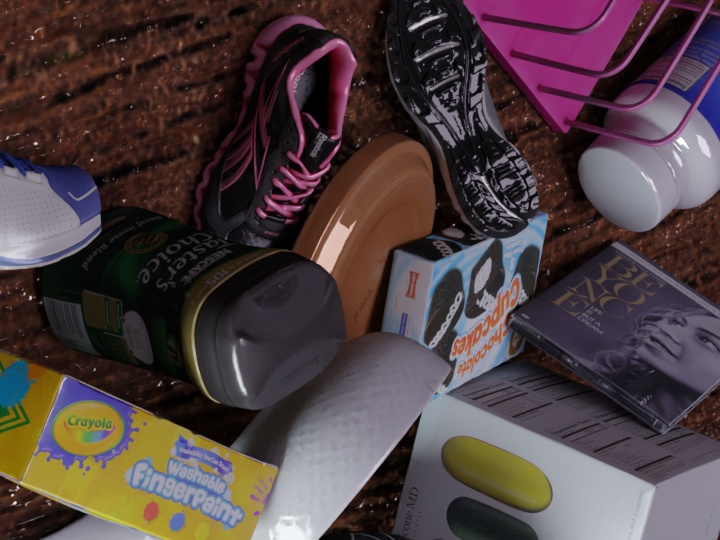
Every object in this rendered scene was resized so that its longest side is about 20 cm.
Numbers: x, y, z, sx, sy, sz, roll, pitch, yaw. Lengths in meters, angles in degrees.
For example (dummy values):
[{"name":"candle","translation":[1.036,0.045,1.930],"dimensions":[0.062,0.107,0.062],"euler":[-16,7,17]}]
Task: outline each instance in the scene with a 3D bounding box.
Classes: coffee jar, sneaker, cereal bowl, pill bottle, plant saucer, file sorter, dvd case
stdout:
[{"name":"coffee jar","translation":[-0.107,0.022,1.518],"dimensions":[0.104,0.200,0.086],"euler":[-32,123,-36]},{"name":"sneaker","translation":[0.065,-0.119,1.752],"dimensions":[0.074,0.079,0.201],"euler":[-23,102,-6]},{"name":"cereal bowl","translation":[-0.031,0.116,1.603],"dimensions":[0.083,0.200,0.200],"euler":[41,65,2]},{"name":"sneaker","translation":[-0.244,-0.059,1.439],"dimensions":[0.199,0.080,0.116],"euler":[-14,114,-41]},{"name":"pill bottle","translation":[0.267,-0.120,1.926],"dimensions":[0.200,0.112,0.112],"euler":[-43,129,-30]},{"name":"plant saucer","translation":[0.000,0.000,1.689],"dimensions":[0.200,0.032,0.201],"euler":[-50,155,-34]},{"name":"sneaker","translation":[-0.051,-0.076,1.615],"dimensions":[0.079,0.095,0.201],"euler":[14,90,-30]},{"name":"file sorter","translation":[0.180,-0.207,1.800],"dimensions":[0.200,0.125,0.139],"euler":[46,69,-43]},{"name":"dvd case","translation":[0.220,0.048,1.874],"dimensions":[0.200,0.149,0.016],"euler":[-30,151,-55]}]

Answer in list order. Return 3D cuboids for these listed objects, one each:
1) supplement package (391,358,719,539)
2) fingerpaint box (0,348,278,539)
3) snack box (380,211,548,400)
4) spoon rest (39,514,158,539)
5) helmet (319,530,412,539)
[{"name":"supplement package","translation":[0.152,0.180,1.802],"dimensions":[0.150,0.200,0.152],"euler":[-11,118,-56]},{"name":"fingerpaint box","translation":[-0.180,0.108,1.493],"dimensions":[0.200,0.167,0.074],"euler":[29,80,-47]},{"name":"snack box","translation":[0.076,0.025,1.779],"dimensions":[0.200,0.037,0.117],"euler":[-23,126,-59]},{"name":"spoon rest","translation":[-0.171,0.195,1.619],"dimensions":[0.200,0.060,0.100],"euler":[-13,113,-57]},{"name":"helmet","translation":[0.007,0.291,1.719],"dimensions":[0.191,0.200,0.200],"euler":[-42,133,1]}]
